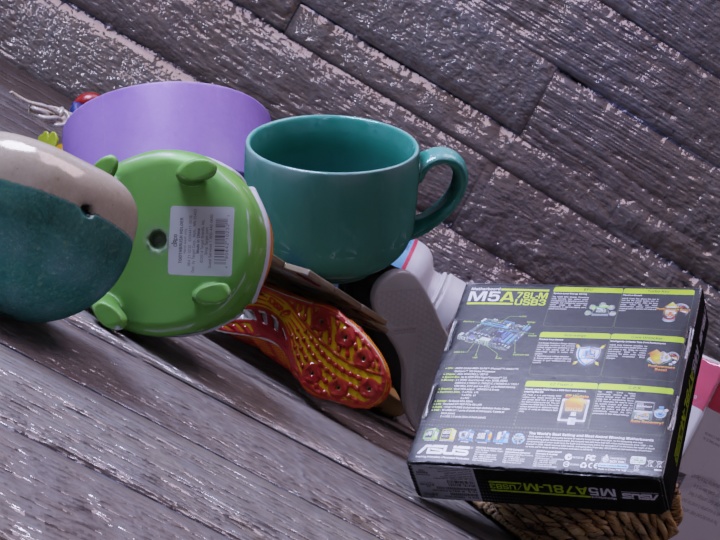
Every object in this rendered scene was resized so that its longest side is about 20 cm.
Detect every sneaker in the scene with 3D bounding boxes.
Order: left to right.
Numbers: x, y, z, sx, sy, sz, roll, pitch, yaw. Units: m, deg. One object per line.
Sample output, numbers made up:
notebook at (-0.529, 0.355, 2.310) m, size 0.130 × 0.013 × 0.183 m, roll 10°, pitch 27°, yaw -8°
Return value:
sneaker at (-0.051, 0.052, 1.426) m, size 0.199 × 0.073 × 0.077 m, roll 32°, pitch 6°, yaw 24°
sneaker at (0.042, 0.067, 1.544) m, size 0.099 × 0.070 × 0.201 m, roll 42°, pitch -22°, yaw 57°

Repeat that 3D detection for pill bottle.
pill bottle at (0.000, 0.000, 1.632) m, size 0.199 × 0.109 × 0.109 m, roll 29°, pitch 3°, yaw -2°

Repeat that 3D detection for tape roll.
tape roll at (-0.177, -0.093, 1.556) m, size 0.198 × 0.086 × 0.200 m, roll -5°, pitch -20°, yaw -2°

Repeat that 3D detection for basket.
basket at (0.179, 0.155, 1.383) m, size 0.142 × 0.150 × 0.200 m, roll 27°, pitch 4°, yaw -41°

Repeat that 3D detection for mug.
mug at (-0.012, -0.055, 1.456) m, size 0.183 × 0.116 × 0.152 m, roll 12°, pitch 25°, yaw 19°

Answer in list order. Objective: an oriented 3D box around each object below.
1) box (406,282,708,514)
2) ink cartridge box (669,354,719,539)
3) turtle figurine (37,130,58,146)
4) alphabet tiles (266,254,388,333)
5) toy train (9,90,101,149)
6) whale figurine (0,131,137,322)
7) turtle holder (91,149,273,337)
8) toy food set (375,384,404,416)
box at (0.153, 0.092, 1.276) m, size 0.198 × 0.194 × 0.048 m, roll 0°, pitch -48°, yaw 22°
ink cartridge box at (0.287, 0.179, 1.514) m, size 0.084 × 0.202 × 0.145 m, roll 25°, pitch -1°, yaw 41°
turtle figurine at (-0.316, -0.128, 1.994) m, size 0.200 × 0.065 × 0.161 m, roll 41°, pitch 15°, yaw 25°
alphabet tiles at (-0.070, 0.006, 1.458) m, size 0.166 × 0.006 × 0.199 m, roll 34°, pitch -12°, yaw -38°
toy train at (-0.293, -0.115, 1.677) m, size 0.199 × 0.116 × 0.085 m, roll 19°, pitch 42°, yaw -36°
whale figurine at (-0.232, -0.020, 1.069) m, size 0.158 × 0.105 × 0.199 m, roll 28°, pitch -20°, yaw -39°
turtle holder at (-0.152, -0.010, 1.261) m, size 0.142 × 0.184 × 0.132 m, roll 63°, pitch 11°, yaw 10°
toy food set at (-0.040, 0.068, 1.633) m, size 0.199 × 0.049 × 0.198 m, roll 29°, pitch 3°, yaw -18°
